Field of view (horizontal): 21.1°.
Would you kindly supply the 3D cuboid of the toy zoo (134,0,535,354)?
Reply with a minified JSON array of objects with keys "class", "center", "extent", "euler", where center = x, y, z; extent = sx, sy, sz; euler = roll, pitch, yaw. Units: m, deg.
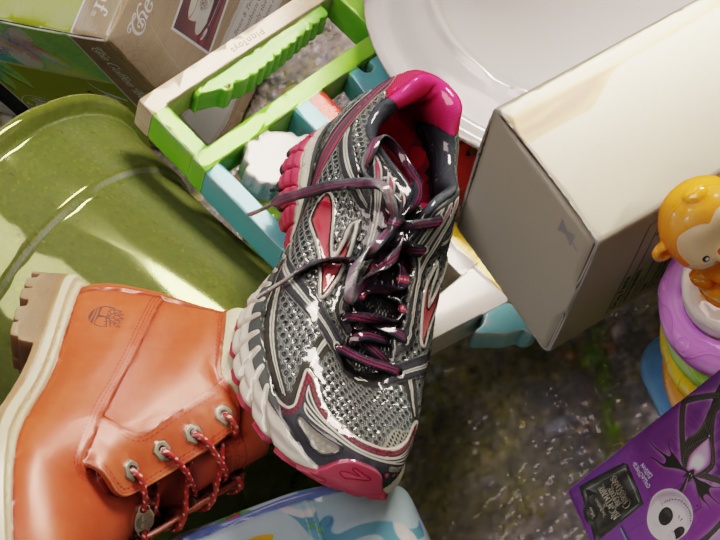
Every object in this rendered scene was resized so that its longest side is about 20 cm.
[{"class":"toy zoo","center":[0.009,-0.038,0.887],"extent":[0.200,0.021,0.131],"euler":[45,59,14]}]

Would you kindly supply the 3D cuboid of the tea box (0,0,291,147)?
[{"class":"tea box","center":[-0.140,-0.191,1.060],"extent":[0.196,0.134,0.201],"euler":[14,72,32]}]

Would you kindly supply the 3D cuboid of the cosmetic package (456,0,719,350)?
[{"class":"cosmetic package","center":[0.144,-0.059,0.798],"extent":[0.199,0.105,0.071],"euler":[-28,70,-21]}]

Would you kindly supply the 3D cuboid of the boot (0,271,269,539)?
[{"class":"boot","center":[-0.090,0.078,0.739],"extent":[0.106,0.075,0.201],"euler":[7,42,-1]}]

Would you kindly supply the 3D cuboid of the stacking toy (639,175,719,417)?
[{"class":"stacking toy","center":[0.158,0.016,0.769],"extent":[0.116,0.200,0.110],"euler":[-31,57,7]}]

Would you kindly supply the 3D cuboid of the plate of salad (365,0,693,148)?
[{"class":"plate of salad","center":[0.100,-0.112,0.922],"extent":[0.198,0.048,0.201],"euler":[4,50,-4]}]

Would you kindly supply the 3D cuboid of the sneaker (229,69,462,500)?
[{"class":"sneaker","center":[0.000,0.000,0.780],"extent":[0.075,0.080,0.201],"euler":[-40,35,40]}]

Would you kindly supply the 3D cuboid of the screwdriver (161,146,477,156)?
[{"class":"screwdriver","center":[0.003,-0.057,0.930],"extent":[0.198,0.029,0.028],"euler":[-5,63,-11]}]

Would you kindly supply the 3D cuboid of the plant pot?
[{"class":"plant pot","center":[-0.094,0.049,0.900],"extent":[0.189,0.200,0.201],"euler":[30,80,22]}]

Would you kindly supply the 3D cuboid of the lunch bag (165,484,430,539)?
[{"class":"lunch bag","center":[-0.054,0.169,0.805],"extent":[0.199,0.161,0.083],"euler":[-19,63,-5]}]

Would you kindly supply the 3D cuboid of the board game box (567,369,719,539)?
[{"class":"board game box","center":[0.158,0.126,0.673],"extent":[0.120,0.032,0.201],"euler":[-45,48,26]}]
